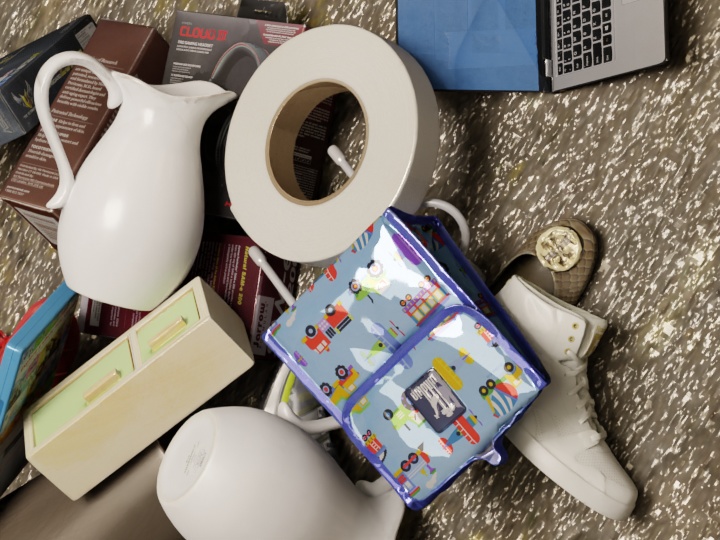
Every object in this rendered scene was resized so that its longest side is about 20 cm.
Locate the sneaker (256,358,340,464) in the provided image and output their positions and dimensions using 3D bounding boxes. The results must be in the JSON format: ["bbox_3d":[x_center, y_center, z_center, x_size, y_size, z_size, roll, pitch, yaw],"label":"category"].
[{"bbox_3d":[-0.052,0.140,1.559,0.081,0.074,0.200,20,80,-8],"label":"sneaker"}]

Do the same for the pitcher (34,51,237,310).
[{"bbox_3d":[-0.210,-0.078,1.538,0.121,0.171,0.200,-146,71,-70],"label":"pitcher"}]

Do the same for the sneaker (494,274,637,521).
[{"bbox_3d":[0.165,0.093,1.415,0.200,0.074,0.116,44,102,11],"label":"sneaker"}]

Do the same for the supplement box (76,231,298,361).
[{"bbox_3d":[-0.158,0.017,1.639,0.200,0.061,0.109,7,87,33],"label":"supplement box"}]

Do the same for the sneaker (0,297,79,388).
[{"bbox_3d":[-0.336,0.076,1.706,0.116,0.078,0.200,52,131,30],"label":"sneaker"}]

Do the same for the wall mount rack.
[{"bbox_3d":[0.000,0.000,1.511,0.174,0.075,0.200,40,106,1],"label":"wall mount rack"}]

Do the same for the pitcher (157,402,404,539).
[{"bbox_3d":[-0.052,0.168,1.459,0.121,0.200,0.172,-13,53,54],"label":"pitcher"}]

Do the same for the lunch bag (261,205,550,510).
[{"bbox_3d":[0.048,0.076,1.398,0.151,0.094,0.200,-46,68,17],"label":"lunch bag"}]

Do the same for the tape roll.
[{"bbox_3d":[-0.027,-0.102,1.489,0.203,0.037,0.203,-8,76,34],"label":"tape roll"}]

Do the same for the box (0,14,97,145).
[{"bbox_3d":[-0.343,-0.161,1.704,0.158,0.200,0.051,-21,109,29],"label":"box"}]

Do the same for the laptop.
[{"bbox_3d":[0.136,-0.246,1.458,0.200,0.116,0.187,-10,78,50],"label":"laptop"}]

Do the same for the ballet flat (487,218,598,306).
[{"bbox_3d":[0.116,0.035,1.478,0.200,0.046,0.067,-46,64,18],"label":"ballet flat"}]

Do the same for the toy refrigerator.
[{"bbox_3d":[-0.192,0.098,1.534,0.200,0.070,0.076,-37,30,9],"label":"toy refrigerator"}]

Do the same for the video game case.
[{"bbox_3d":[-0.301,0.119,1.585,0.018,0.143,0.200,23,116,3],"label":"video game case"}]

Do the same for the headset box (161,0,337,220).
[{"bbox_3d":[-0.104,-0.144,1.619,0.149,0.075,0.200,12,90,32],"label":"headset box"}]

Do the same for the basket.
[{"bbox_3d":[-0.217,0.220,1.610,0.200,0.136,0.180,-42,75,15],"label":"basket"}]

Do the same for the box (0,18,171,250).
[{"bbox_3d":[-0.234,-0.119,1.642,0.075,0.100,0.200,17,69,33],"label":"box"}]
